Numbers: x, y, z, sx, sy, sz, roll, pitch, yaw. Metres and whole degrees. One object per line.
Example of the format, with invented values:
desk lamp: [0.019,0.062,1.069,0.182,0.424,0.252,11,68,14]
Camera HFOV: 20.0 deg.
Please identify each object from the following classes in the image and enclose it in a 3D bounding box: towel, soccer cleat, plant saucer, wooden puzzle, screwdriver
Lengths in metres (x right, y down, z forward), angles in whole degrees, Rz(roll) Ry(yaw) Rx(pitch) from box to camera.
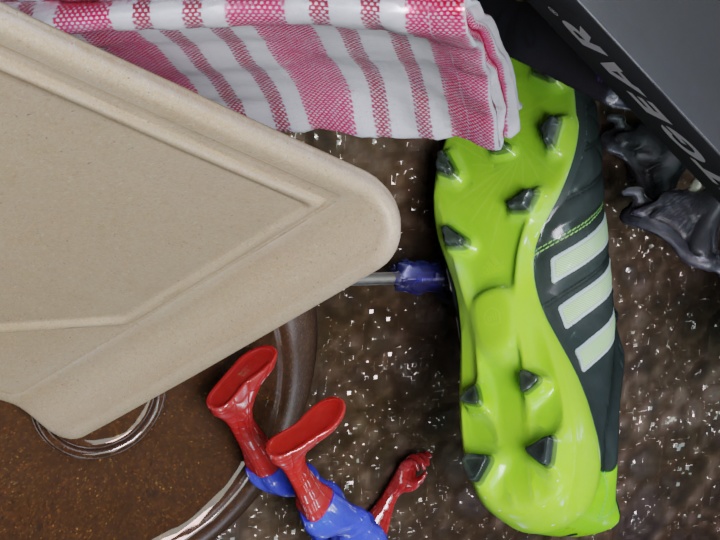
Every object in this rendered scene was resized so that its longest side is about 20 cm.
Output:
towel: [-0.053,-0.065,0.660,0.198,0.146,0.030,-1,81,11]
soccer cleat: [0.071,0.006,0.797,0.081,0.067,0.201,30,56,-54]
plant saucer: [-0.104,0.041,0.780,0.199,0.034,0.202,-8,110,-21]
wooden puzzle: [-0.116,-0.019,0.648,0.185,0.037,0.199,-30,139,34]
screwdriver: [0.000,0.000,0.799,0.199,0.029,0.028,3,139,-33]

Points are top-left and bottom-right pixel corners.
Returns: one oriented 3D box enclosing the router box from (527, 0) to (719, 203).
router box: [0.141,-0.100,0.594,0.200,0.052,0.157,41,89,-29]

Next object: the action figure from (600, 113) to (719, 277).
action figure: [0.177,-0.100,0.810,0.102,0.119,0.201,21,109,-18]

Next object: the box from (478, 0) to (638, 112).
box: [0.101,-0.122,0.715,0.122,0.200,0.107,7,106,-26]

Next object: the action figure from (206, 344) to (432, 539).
action figure: [0.017,0.096,0.824,0.099,0.065,0.201,-38,137,-17]
